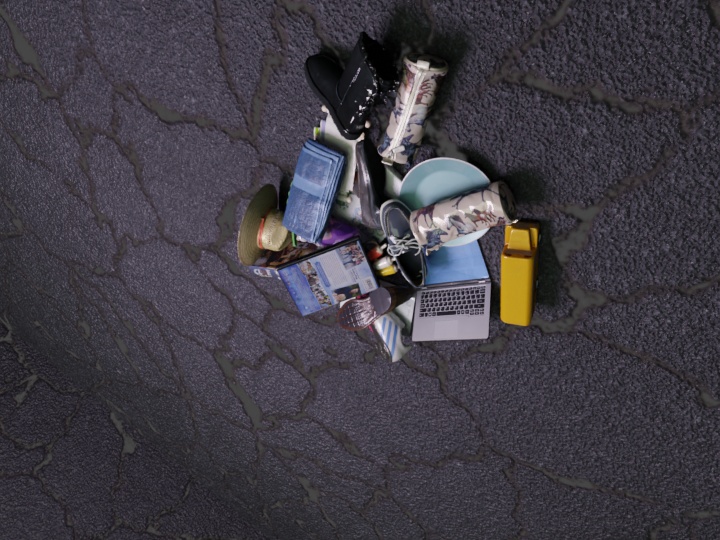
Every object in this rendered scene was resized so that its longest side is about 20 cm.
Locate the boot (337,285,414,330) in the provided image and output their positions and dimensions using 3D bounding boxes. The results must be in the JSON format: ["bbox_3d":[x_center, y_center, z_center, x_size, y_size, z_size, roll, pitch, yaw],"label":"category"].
[{"bbox_3d":[0.034,0.085,1.175,0.199,0.096,0.076,-27,77,46],"label":"boot"}]

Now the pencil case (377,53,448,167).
[{"bbox_3d":[0.091,-0.288,0.927,0.077,0.090,0.202,18,132,-1],"label":"pencil case"}]

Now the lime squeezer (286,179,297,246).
[{"bbox_3d":[-0.133,-0.159,1.155,0.070,0.038,0.202,30,112,18],"label":"lime squeezer"}]

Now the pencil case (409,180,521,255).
[{"bbox_3d":[0.197,-0.100,0.979,0.198,0.078,0.090,-17,110,31],"label":"pencil case"}]

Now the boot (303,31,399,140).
[{"bbox_3d":[-0.019,-0.352,0.923,0.200,0.073,0.162,62,148,11],"label":"boot"}]

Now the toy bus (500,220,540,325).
[{"bbox_3d":[0.315,0.005,1.024,0.064,0.078,0.203,9,127,26],"label":"toy bus"}]

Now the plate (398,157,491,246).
[{"bbox_3d":[0.173,-0.137,1.029,0.197,0.026,0.203,10,129,12],"label":"plate"}]

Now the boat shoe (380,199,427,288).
[{"bbox_3d":[0.092,-0.050,1.061,0.074,0.062,0.202,-15,124,8],"label":"boat shoe"}]

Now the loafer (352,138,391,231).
[{"bbox_3d":[0.013,-0.169,1.054,0.071,0.073,0.203,5,125,29],"label":"loafer"}]

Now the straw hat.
[{"bbox_3d":[-0.199,-0.095,1.192,0.084,0.202,0.203,17,131,10],"label":"straw hat"}]

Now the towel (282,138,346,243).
[{"bbox_3d":[-0.102,-0.165,1.086,0.111,0.048,0.203,29,113,24],"label":"towel"}]

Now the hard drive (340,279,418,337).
[{"bbox_3d":[0.042,0.080,1.288,0.197,0.026,0.133,20,131,19],"label":"hard drive"}]

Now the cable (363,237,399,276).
[{"bbox_3d":[0.000,0.000,1.185,0.199,0.051,0.097,-33,110,23],"label":"cable"}]

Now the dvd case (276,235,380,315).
[{"bbox_3d":[-0.069,0.014,1.145,0.197,0.018,0.144,-20,123,8],"label":"dvd case"}]

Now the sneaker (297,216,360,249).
[{"bbox_3d":[-0.085,-0.104,1.174,0.198,0.080,0.090,18,127,40],"label":"sneaker"}]

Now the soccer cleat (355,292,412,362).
[{"bbox_3d":[0.057,0.120,1.252,0.203,0.085,0.070,66,160,4],"label":"soccer cleat"}]

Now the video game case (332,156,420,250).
[{"bbox_3d":[0.013,-0.160,1.128,0.182,0.024,0.200,43,134,-3],"label":"video game case"}]

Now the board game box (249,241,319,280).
[{"bbox_3d":[-0.152,-0.026,1.254,0.197,0.136,0.035,6,126,27],"label":"board game box"}]

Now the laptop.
[{"bbox_3d":[0.176,0.039,1.116,0.185,0.203,0.115,-8,153,36],"label":"laptop"}]

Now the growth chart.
[{"bbox_3d":[-0.055,-0.243,1.087,0.144,0.018,0.202,33,129,25],"label":"growth chart"}]
